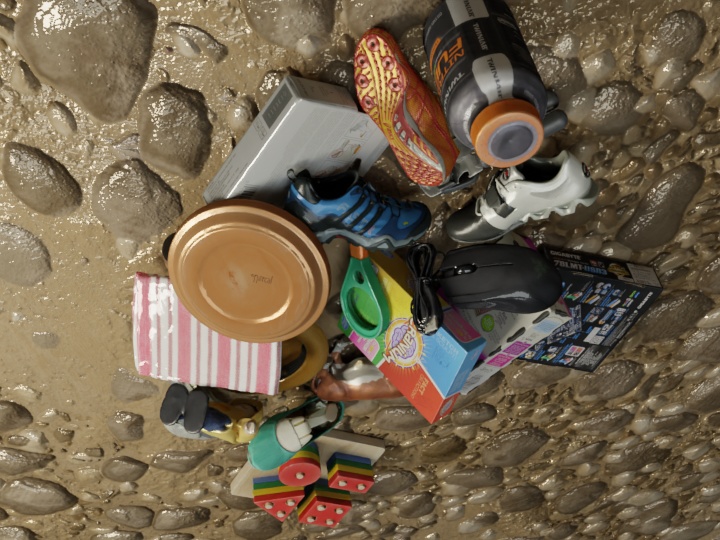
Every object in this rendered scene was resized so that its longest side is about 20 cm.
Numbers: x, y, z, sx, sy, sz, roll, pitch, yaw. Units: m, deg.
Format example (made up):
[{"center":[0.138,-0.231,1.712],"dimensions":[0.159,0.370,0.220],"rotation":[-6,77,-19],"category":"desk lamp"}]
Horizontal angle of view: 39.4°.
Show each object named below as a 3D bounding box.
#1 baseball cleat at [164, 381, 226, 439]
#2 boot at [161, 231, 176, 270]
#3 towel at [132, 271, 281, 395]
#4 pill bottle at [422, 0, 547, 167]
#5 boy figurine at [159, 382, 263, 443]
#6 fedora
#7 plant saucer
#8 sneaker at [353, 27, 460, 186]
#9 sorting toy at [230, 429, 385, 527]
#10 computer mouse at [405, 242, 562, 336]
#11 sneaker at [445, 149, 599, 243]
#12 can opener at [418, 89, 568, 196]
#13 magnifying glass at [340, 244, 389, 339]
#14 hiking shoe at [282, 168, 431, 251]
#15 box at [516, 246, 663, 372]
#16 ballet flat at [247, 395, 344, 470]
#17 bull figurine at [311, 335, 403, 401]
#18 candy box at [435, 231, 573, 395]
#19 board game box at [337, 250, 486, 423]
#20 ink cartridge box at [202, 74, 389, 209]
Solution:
[{"center":[-0.259,0.197,1.483],"dimensions":[0.106,0.070,0.200],"rotation":[-16,133,14],"category":"baseball cleat"},{"center":[-0.152,-0.012,1.298],"dimensions":[0.199,0.074,0.076],"rotation":[2,151,-4],"category":"boot"},{"center":[-0.196,0.080,1.299],"dimensions":[0.199,0.030,0.147],"rotation":[8,115,6],"category":"towel"},{"center":[0.134,-0.198,1.057],"dimensions":[0.106,0.201,0.107],"rotation":[-6,136,-6],"category":"pill bottle"},{"center":[-0.189,0.202,1.393],"dimensions":[0.124,0.065,0.200],"rotation":[14,175,26],"category":"boy figurine"},{"center":[-0.140,0.094,1.390],"dimensions":[0.199,0.082,0.201],"rotation":[-3,141,-3],"category":"fedora"},{"center":[-0.135,0.008,1.204],"dimensions":[0.199,0.032,0.201],"rotation":[4,125,6],"category":"plant saucer"},{"center":[0.052,-0.191,1.154],"dimensions":[0.073,0.077,0.201],"rotation":[-3,130,34],"category":"sneaker"},{"center":[-0.086,0.349,1.676],"dimensions":[0.198,0.070,0.200],"rotation":[16,131,-26],"category":"sorting toy"},{"center":[0.160,0.010,1.271],"dimensions":[0.199,0.139,0.053],"rotation":[-2,147,-2],"category":"computer mouse"},{"center":[0.187,-0.100,1.257],"dimensions":[0.199,0.074,0.089],"rotation":[-21,132,23],"category":"sneaker"},{"center":[0.158,-0.151,1.234],"dimensions":[0.199,0.054,0.067],"rotation":[-27,167,15],"category":"can opener"},{"center":[0.000,0.000,1.317],"dimensions":[0.022,0.079,0.201],"rotation":[-27,125,-38],"category":"magnifying glass"},{"center":[0.002,-0.076,1.211],"dimensions":[0.199,0.075,0.087],"rotation":[-2,128,-25],"category":"hiking shoe"},{"center":[0.306,0.062,1.476],"dimensions":[0.197,0.050,0.200],"rotation":[11,133,-21],"category":"box"},{"center":[-0.088,0.229,1.488],"dimensions":[0.070,0.068,0.200],"rotation":[-31,178,36],"category":"ballet flat"},{"center":[0.025,0.151,1.497],"dimensions":[0.199,0.065,0.122],"rotation":[-8,135,-5],"category":"bull figurine"},{"center":[0.173,0.060,1.377],"dimensions":[0.200,0.137,0.061],"rotation":[-40,146,28],"category":"candy box"},{"center":[0.064,0.083,1.346],"dimensions":[0.040,0.200,0.153],"rotation":[-25,148,-38],"category":"board game box"},{"center":[-0.066,-0.134,1.199],"dimensions":[0.173,0.044,0.200],"rotation":[2,139,-45],"category":"ink cartridge box"}]
